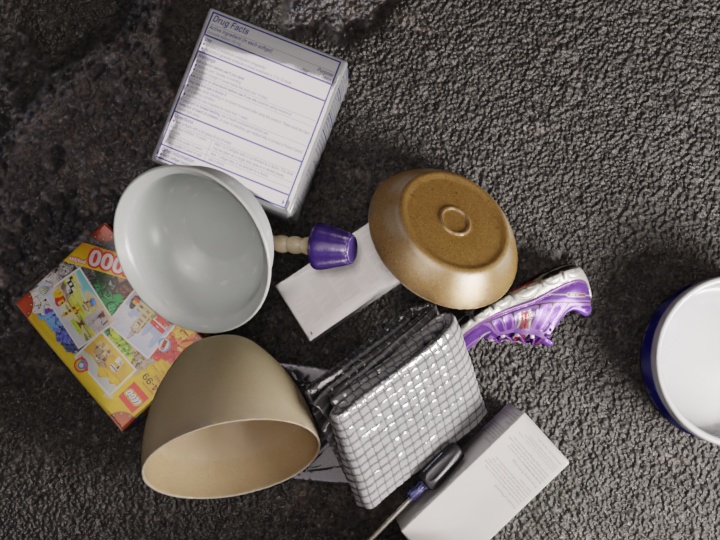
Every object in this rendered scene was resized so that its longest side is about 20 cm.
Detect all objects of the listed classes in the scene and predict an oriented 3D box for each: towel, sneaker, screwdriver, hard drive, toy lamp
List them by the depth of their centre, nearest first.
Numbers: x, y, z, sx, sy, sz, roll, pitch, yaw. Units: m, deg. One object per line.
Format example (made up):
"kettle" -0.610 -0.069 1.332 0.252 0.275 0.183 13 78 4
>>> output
"screwdriver" 0.043 0.270 1.105 0.199 0.028 0.029 -40 45 -11
"towel" 0.042 0.155 1.117 0.199 0.085 0.167 -35 128 -20
"toy lamp" -0.100 -0.034 1.168 0.196 0.058 0.059 6 86 19
"sneaker" 0.194 0.063 1.179 0.197 0.081 0.085 -23 92 -1
"hard drive" -0.074 0.185 1.190 0.196 0.042 0.138 8 87 1

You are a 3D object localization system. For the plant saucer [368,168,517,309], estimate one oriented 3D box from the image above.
"plant saucer" 0.107 -0.050 1.151 0.197 0.036 0.203 12 54 -17

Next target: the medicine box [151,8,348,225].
"medicine box" -0.130 -0.185 1.185 0.179 0.103 0.203 21 86 2

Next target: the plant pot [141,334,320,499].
"plant pot" -0.153 0.154 1.092 0.197 0.201 0.136 -14 58 0

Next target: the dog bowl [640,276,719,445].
"dog bowl" 0.445 0.109 1.170 0.196 0.079 0.204 0 86 1

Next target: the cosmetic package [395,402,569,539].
"cosmetic package" 0.140 0.259 1.150 0.200 0.108 0.085 -44 91 -1

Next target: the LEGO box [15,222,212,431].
"LEGO box" -0.294 0.068 1.183 0.149 0.077 0.200 -42 87 -2

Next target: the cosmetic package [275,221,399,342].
"cosmetic package" 0.000 0.000 1.197 0.198 0.051 0.083 -33 81 -2

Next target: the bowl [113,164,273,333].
"bowl" -0.176 -0.038 1.111 0.198 0.090 0.204 9 118 17
